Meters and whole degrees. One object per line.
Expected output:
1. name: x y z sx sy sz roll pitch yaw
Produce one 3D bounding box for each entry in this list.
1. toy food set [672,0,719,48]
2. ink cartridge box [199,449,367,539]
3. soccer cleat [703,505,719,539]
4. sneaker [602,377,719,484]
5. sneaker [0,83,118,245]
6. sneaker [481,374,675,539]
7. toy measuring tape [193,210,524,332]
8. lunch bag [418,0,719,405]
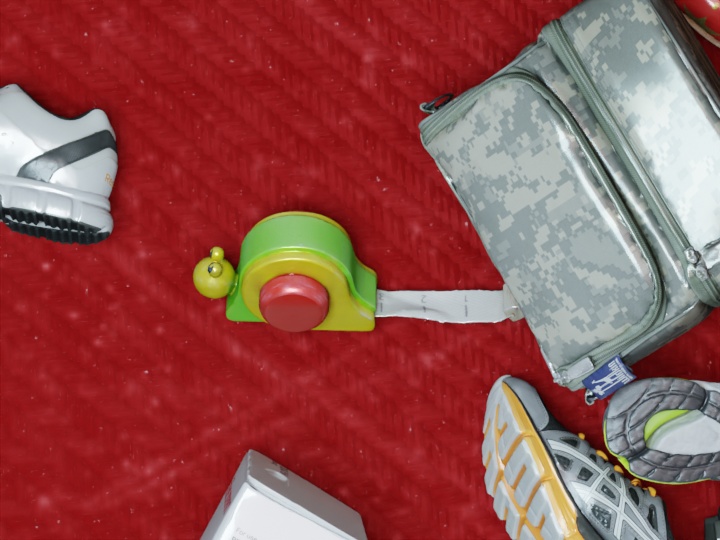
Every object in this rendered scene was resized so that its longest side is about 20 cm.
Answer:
1. toy food set: 0.266 -0.220 1.469 0.196 0.049 0.202 9 91 -2
2. ink cartridge box: -0.076 0.216 1.425 0.084 0.145 0.201 28 91 -3
3. soccer cleat: 0.256 0.229 1.471 0.086 0.070 0.202 -4 91 -1
4. sneaker: 0.235 0.096 1.463 0.198 0.081 0.075 11 92 -7
5. sneaker: -0.237 -0.074 1.460 0.198 0.074 0.081 13 77 -6
6. sneaker: 0.138 0.144 1.451 0.077 0.078 0.201 -22 66 -22
7. toy measuring tape: 0.000 0.000 1.455 0.198 0.074 0.074 1 92 1
8. lunch bag: 0.144 -0.047 1.424 0.167 0.139 0.201 -32 84 13
